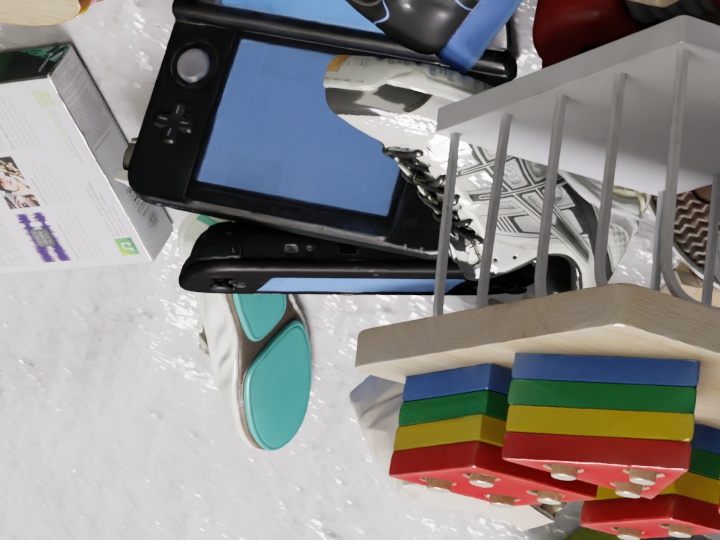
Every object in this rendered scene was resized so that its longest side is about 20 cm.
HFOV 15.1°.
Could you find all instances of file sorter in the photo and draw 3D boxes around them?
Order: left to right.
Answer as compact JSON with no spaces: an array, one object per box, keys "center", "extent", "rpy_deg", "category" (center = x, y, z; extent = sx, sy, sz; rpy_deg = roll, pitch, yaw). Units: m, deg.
[{"center":[0.137,-0.020,1.237],"extent":[0.138,0.125,0.200],"rpy_deg":[14,165,-27],"category":"file sorter"}]

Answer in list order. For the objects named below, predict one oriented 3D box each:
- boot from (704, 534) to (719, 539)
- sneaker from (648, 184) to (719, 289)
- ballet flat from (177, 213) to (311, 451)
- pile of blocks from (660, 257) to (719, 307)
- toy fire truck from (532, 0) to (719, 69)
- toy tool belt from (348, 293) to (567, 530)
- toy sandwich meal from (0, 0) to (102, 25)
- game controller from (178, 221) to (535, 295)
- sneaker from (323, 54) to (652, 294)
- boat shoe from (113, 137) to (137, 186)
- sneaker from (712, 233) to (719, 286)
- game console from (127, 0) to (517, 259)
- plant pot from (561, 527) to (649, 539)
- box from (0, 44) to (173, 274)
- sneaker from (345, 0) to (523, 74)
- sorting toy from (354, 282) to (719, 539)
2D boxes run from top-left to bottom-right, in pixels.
[{"center":[0.283,0.155,1.566],"extent":[0.174,0.069,0.199],"rpy_deg":[47,144,-21],"category":"boot"},{"center":[0.223,-0.015,1.426],"extent":[0.200,0.085,0.073],"rpy_deg":[49,118,11],"category":"sneaker"},{"center":[-0.072,0.030,1.639],"extent":[0.069,0.070,0.201],"rpy_deg":[14,145,17],"category":"ballet flat"},{"center":[0.162,0.056,1.499],"extent":[0.082,0.062,0.201],"rpy_deg":[-7,135,-14],"category":"pile of blocks"},{"center":[0.148,-0.128,1.253],"extent":[0.175,0.129,0.200],"rpy_deg":[-2,154,32],"category":"toy fire truck"},{"center":[0.096,0.077,1.537],"extent":[0.123,0.200,0.125],"rpy_deg":[-44,59,21],"category":"toy tool belt"},{"center":[-0.201,-0.224,1.448],"extent":[0.204,0.070,0.206],"rpy_deg":[18,140,15],"category":"toy sandwich meal"},{"center":[0.000,0.000,1.509],"extent":[0.199,0.042,0.104],"rpy_deg":[1,164,-10],"category":"game controller"},{"center":[0.060,-0.042,1.364],"extent":[0.199,0.088,0.076],"rpy_deg":[25,176,-28],"category":"sneaker"},{"center":[-0.051,-0.064,1.536],"extent":[0.201,0.061,0.072],"rpy_deg":[5,177,33],"category":"boat shoe"},{"center":[0.276,-0.044,1.309],"extent":[0.201,0.077,0.147],"rpy_deg":[-6,144,-20],"category":"sneaker"},{"center":[-0.028,-0.118,1.432],"extent":[0.199,0.177,0.116],"rpy_deg":[11,164,20],"category":"game console"},{"center":[0.168,0.263,1.652],"extent":[0.200,0.200,0.193],"rpy_deg":[-30,101,45],"category":"plant pot"},{"center":[-0.228,-0.063,1.656],"extent":[0.199,0.036,0.145],"rpy_deg":[-4,128,31],"category":"box"},{"center":[0.055,-0.169,1.265],"extent":[0.078,0.070,0.200],"rpy_deg":[26,139,-8],"category":"sneaker"},{"center":[0.128,0.073,1.207],"extent":[0.199,0.070,0.198],"rpy_deg":[17,164,-31],"category":"sorting toy"}]
